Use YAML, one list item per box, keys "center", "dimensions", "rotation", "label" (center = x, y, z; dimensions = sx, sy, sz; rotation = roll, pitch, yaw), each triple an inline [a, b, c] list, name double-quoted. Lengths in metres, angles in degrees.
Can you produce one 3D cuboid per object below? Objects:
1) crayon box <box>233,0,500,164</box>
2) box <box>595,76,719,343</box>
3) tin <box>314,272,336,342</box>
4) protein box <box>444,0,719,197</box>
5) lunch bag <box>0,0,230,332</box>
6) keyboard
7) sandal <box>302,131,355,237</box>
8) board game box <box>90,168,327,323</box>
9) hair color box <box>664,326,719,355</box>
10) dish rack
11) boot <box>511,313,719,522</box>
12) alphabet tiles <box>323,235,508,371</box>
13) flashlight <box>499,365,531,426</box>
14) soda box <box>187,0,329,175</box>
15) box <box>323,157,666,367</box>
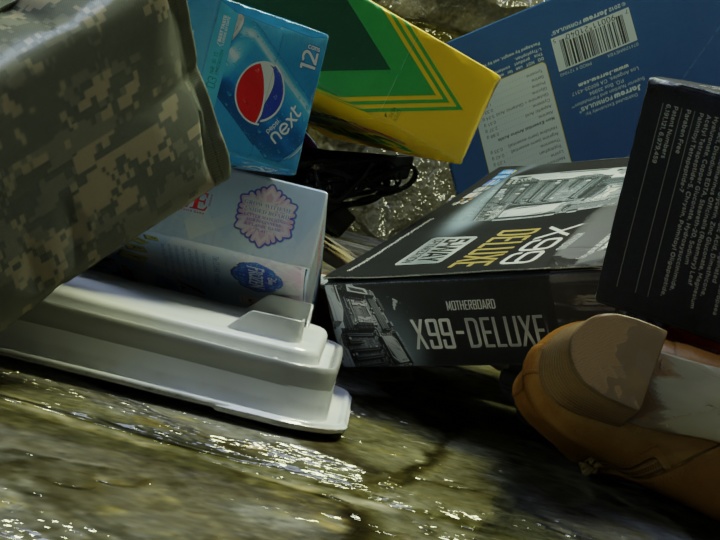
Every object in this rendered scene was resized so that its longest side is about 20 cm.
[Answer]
- center: [-0.042, -0.127, 1.042]
  dimensions: [0.172, 0.059, 0.200]
  rotation: [28, -3, -22]
  label: "crayon box"
- center: [0.235, -0.011, 0.837]
  dimensions: [0.181, 0.105, 0.200]
  rotation: [18, 11, 32]
  label: "box"
- center: [-0.015, 0.026, 1.200]
  dimensions: [0.112, 0.042, 0.199]
  rotation: [22, 8, 41]
  label: "tin"
- center: [0.169, -0.058, 1.134]
  dimensions: [0.198, 0.201, 0.135]
  rotation: [-21, -23, 20]
  label: "protein box"
- center: [-0.180, -0.063, 0.756]
  dimensions: [0.199, 0.118, 0.164]
  rotation: [16, 41, 40]
  label: "lunch bag"
- center: [-0.048, -0.043, 1.012]
  dimensions: [0.104, 0.040, 0.199]
  rotation: [7, 9, 36]
  label: "keyboard"
- center: [-0.046, -0.070, 1.204]
  dimensions: [0.075, 0.048, 0.200]
  rotation: [42, -3, -29]
  label: "sandal"
- center: [-0.117, -0.017, 0.947]
  dimensions: [0.198, 0.041, 0.200]
  rotation: [14, -14, 0]
  label: "board game box"
- center: [0.226, 0.076, 0.981]
  dimensions: [0.199, 0.064, 0.111]
  rotation: [15, 2, 44]
  label: "hair color box"
- center: [-0.097, 0.023, 0.842]
  dimensions: [0.199, 0.044, 0.172]
  rotation: [13, 4, 0]
  label: "dish rack"
- center: [0.162, 0.079, 0.798]
  dimensions: [0.200, 0.071, 0.144]
  rotation: [28, -11, 4]
  label: "boot"
- center: [0.000, 0.000, 1.083]
  dimensions: [0.166, 0.006, 0.200]
  rotation: [31, 3, -33]
  label: "alphabet tiles"
- center: [0.159, 0.072, 0.905]
  dimensions: [0.199, 0.068, 0.068]
  rotation: [21, -29, 46]
  label: "flashlight"
- center: [-0.103, -0.092, 0.904]
  dimensions: [0.064, 0.068, 0.199]
  rotation: [15, -2, -37]
  label: "soda box"
- center: [0.099, -0.008, 0.955]
  dimensions: [0.157, 0.050, 0.200]
  rotation: [-3, 17, 34]
  label: "box"
